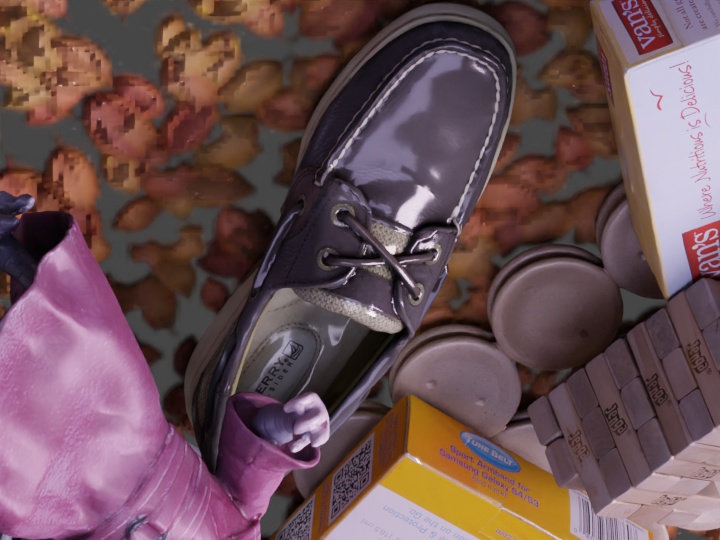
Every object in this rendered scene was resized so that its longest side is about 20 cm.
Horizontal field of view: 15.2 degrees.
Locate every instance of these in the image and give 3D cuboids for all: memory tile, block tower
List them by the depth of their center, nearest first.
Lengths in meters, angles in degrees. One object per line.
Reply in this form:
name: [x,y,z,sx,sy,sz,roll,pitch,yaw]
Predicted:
block tower: [0.152,0.021,0.943,0.058,0.054,0.200,11,139,-44]
memory tile: [0.085,0.060,1.034,0.200,0.017,0.153,-37,118,17]

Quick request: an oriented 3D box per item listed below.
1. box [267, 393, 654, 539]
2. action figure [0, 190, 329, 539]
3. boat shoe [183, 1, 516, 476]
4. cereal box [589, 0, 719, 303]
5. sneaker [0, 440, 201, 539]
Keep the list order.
box: [0.008,0.145,1.050,0.119,0.041,0.200,30,125,-19]
action figure: [-0.089,0.079,0.928,0.134,0.149,0.200,-49,120,-15]
boat shoe: [-0.001,0.000,0.957,0.072,0.066,0.201,22,118,-20]
cereal box: [0.182,-0.072,0.910,0.200,0.040,0.144,-20,146,-1]
sneaker: [-0.128,0.072,0.985,0.200,0.071,0.073,22,117,-19]
